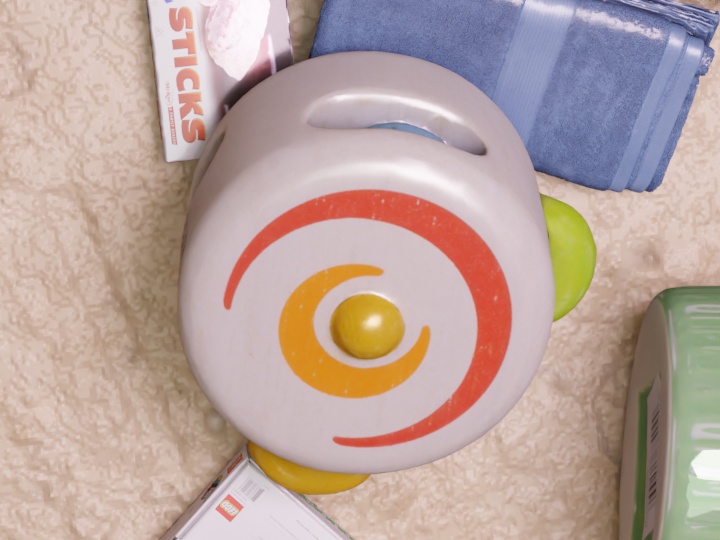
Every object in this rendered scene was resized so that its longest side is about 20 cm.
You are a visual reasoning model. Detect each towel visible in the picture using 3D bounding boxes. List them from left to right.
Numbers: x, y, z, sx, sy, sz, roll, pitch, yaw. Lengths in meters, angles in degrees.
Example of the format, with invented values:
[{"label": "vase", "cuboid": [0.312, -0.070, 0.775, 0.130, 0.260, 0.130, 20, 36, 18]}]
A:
[{"label": "towel", "cuboid": [0.073, -0.107, 1.072, 0.199, 0.049, 0.112, 14, 127, -7]}]

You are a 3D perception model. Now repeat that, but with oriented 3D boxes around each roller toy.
[{"label": "roller toy", "cuboid": [0.000, 0.000, 1.025, 0.199, 0.140, 0.183, -31, 114, 15]}]

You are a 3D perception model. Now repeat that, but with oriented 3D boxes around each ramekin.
[{"label": "ramekin", "cuboid": [0.189, 0.101, 1.060, 0.097, 0.200, 0.202, 5, 98, 0]}]

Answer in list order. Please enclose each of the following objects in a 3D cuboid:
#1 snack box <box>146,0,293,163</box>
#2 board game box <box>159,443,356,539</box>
[{"label": "snack box", "cuboid": [-0.076, -0.159, 1.071, 0.071, 0.024, 0.202, -7, 99, -7]}, {"label": "board game box", "cuboid": [-0.029, 0.206, 1.128, 0.200, 0.035, 0.126, 42, 93, -11]}]
